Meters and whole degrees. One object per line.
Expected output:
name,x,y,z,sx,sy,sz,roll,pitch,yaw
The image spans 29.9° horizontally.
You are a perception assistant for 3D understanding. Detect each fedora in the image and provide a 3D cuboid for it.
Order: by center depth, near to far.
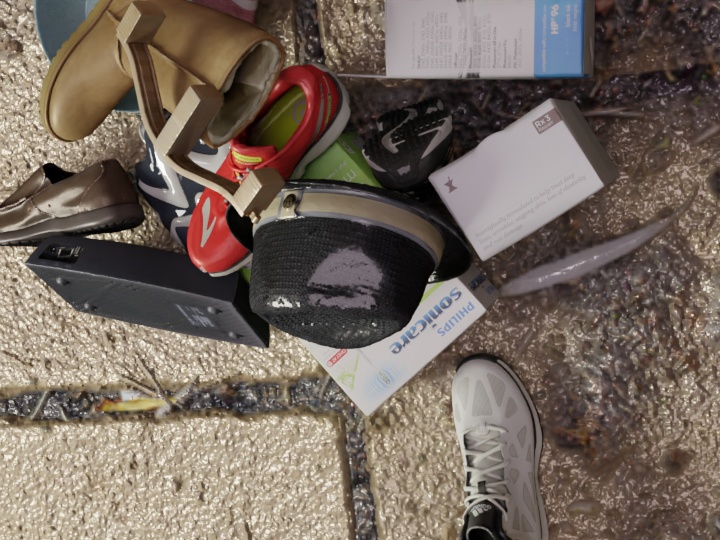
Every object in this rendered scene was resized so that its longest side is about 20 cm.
fedora,-0.017,0.006,1.041,0.200,0.201,0.092,9,69,13

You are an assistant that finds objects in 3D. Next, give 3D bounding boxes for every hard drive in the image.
hard drive,-0.185,0.018,1.213,0.199,0.135,0.042,10,70,16

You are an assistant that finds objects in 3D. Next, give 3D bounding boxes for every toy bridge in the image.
toy bridge,-0.130,-0.112,1.023,0.200,0.027,0.067,55,126,21

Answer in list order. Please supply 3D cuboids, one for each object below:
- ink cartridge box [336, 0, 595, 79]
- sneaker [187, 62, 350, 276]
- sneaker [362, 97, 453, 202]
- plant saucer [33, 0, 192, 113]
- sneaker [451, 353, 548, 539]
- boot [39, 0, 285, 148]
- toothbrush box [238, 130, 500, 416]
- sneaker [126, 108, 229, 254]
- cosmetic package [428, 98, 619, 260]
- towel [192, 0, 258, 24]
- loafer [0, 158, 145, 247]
ink cartridge box,0.089,-0.192,1.114,0.199,0.116,0.068,2,98,13
sneaker,-0.090,-0.087,1.107,0.077,0.085,0.200,36,100,20
sneaker,0.051,-0.088,1.101,0.073,0.200,0.080,-15,102,11
plant saucer,-0.194,-0.240,1.213,0.200,0.039,0.202,0,90,14
sneaker,0.118,0.176,1.161,0.075,0.115,0.201,-12,95,16
boot,-0.170,-0.150,1.107,0.200,0.066,0.176,37,103,40
toothbrush box,0.000,0.000,1.182,0.146,0.086,0.200,-42,88,16
sneaker,-0.133,-0.122,1.200,0.130,0.080,0.199,40,116,-3
cosmetic package,0.136,-0.076,1.075,0.113,0.200,0.081,-32,89,17
towel,-0.138,-0.288,1.090,0.144,0.200,0.023,36,63,12
loafer,-0.280,-0.063,1.245,0.199,0.073,0.071,-8,86,29
